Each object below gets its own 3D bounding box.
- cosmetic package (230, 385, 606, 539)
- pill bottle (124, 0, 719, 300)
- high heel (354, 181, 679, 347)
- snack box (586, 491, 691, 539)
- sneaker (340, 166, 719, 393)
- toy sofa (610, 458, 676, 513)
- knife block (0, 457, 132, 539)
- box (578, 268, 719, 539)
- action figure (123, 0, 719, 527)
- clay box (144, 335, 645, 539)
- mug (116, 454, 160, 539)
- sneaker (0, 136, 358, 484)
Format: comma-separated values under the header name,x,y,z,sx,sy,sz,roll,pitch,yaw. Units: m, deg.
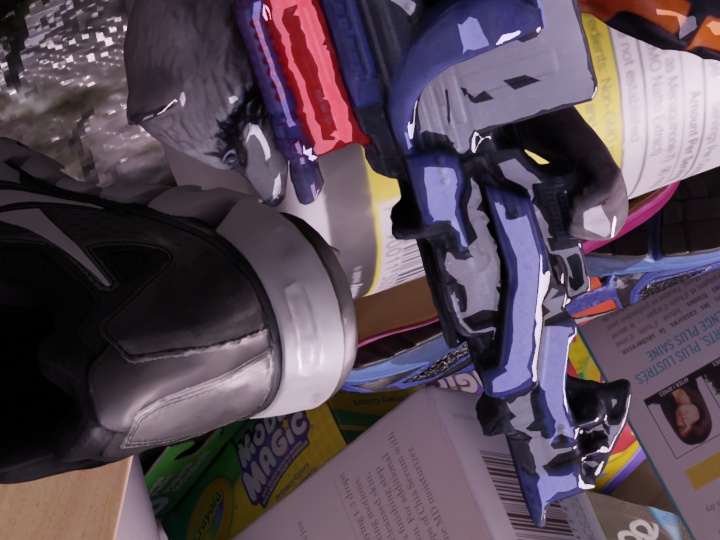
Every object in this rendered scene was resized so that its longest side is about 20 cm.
name,x,y,z,sx,sy,sz,roll,pitch,yaw
cosmetic package,-0.005,0.137,0.948,0.200,0.101,0.071,-40,148,30
pill bottle,0.049,-0.071,0.713,0.200,0.114,0.114,-20,153,-15
high heel,0.000,0.000,0.797,0.200,0.067,0.096,-22,-165,-2
snack box,0.128,0.148,1.079,0.200,0.037,0.116,16,136,-23
sneaker,0.062,-0.013,0.895,0.200,0.075,0.078,-17,162,-3
toy sofa,0.148,0.065,1.107,0.083,0.098,0.200,-35,167,-48
knife block,-0.108,0.119,0.723,0.200,0.176,0.064,-4,143,-51
box,0.136,0.049,0.912,0.082,0.200,0.049,-30,153,6
action figure,0.039,-0.053,0.615,0.193,0.105,0.200,-15,118,-13
clay box,0.015,0.073,1.015,0.200,0.048,0.115,-5,146,-39
mug,-0.132,0.145,0.892,0.187,0.153,0.149,-38,153,21
sneaker,-0.099,0.010,0.673,0.090,0.200,0.066,-24,113,-40
